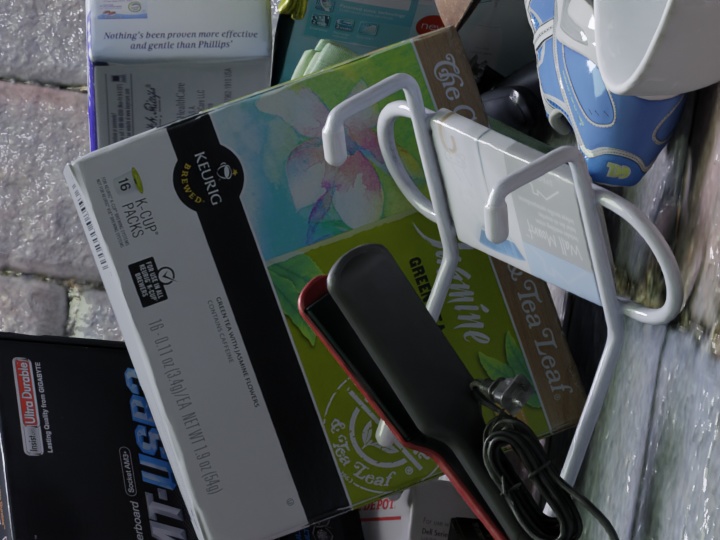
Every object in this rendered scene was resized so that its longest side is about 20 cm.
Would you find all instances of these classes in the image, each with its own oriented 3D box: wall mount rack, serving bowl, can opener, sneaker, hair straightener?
[{"bbox_3d":[0.054,0.011,1.274,0.200,0.075,0.174,28,140,48],"label":"wall mount rack"},{"bbox_3d":[0.140,-0.159,1.081,0.200,0.066,0.200,-172,90,-83],"label":"serving bowl"},{"bbox_3d":[0.085,-0.089,1.591,0.063,0.079,0.200,-43,1,-13],"label":"can opener"},{"bbox_3d":[0.102,-0.101,1.296,0.200,0.076,0.077,-95,19,-69],"label":"sneaker"},{"bbox_3d":[0.049,0.074,1.226,0.200,0.041,0.077,58,152,6],"label":"hair straightener"}]

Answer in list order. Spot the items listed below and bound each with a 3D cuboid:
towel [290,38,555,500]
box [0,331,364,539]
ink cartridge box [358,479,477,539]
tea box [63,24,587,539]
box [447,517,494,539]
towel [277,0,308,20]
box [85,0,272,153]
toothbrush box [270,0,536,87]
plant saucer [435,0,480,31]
[{"bbox_3d":[0.000,0.000,1.502,0.200,0.152,0.023,-63,-3,-1],"label":"towel"},{"bbox_3d":[-0.095,0.133,1.495,0.050,0.198,0.200,-49,43,47],"label":"box"},{"bbox_3d":[0.025,0.173,1.558,0.117,0.067,0.200,-12,69,63],"label":"ink cartridge box"},{"bbox_3d":[-0.019,0.009,1.414,0.134,0.196,0.200,177,72,-83],"label":"tea box"},{"bbox_3d":[0.065,0.216,1.351,0.200,0.048,0.159,-118,36,-79],"label":"box"},{"bbox_3d":[-0.037,-0.200,1.636,0.200,0.018,0.086,-106,24,-73],"label":"towel"},{"bbox_3d":[-0.108,-0.146,1.703,0.184,0.105,0.200,95,172,-56],"label":"box"},{"bbox_3d":[0.033,-0.159,1.690,0.200,0.146,0.085,108,168,-51],"label":"toothbrush box"},{"bbox_3d":[0.085,-0.204,1.394,0.201,0.037,0.200,-56,0,0],"label":"plant saucer"}]
